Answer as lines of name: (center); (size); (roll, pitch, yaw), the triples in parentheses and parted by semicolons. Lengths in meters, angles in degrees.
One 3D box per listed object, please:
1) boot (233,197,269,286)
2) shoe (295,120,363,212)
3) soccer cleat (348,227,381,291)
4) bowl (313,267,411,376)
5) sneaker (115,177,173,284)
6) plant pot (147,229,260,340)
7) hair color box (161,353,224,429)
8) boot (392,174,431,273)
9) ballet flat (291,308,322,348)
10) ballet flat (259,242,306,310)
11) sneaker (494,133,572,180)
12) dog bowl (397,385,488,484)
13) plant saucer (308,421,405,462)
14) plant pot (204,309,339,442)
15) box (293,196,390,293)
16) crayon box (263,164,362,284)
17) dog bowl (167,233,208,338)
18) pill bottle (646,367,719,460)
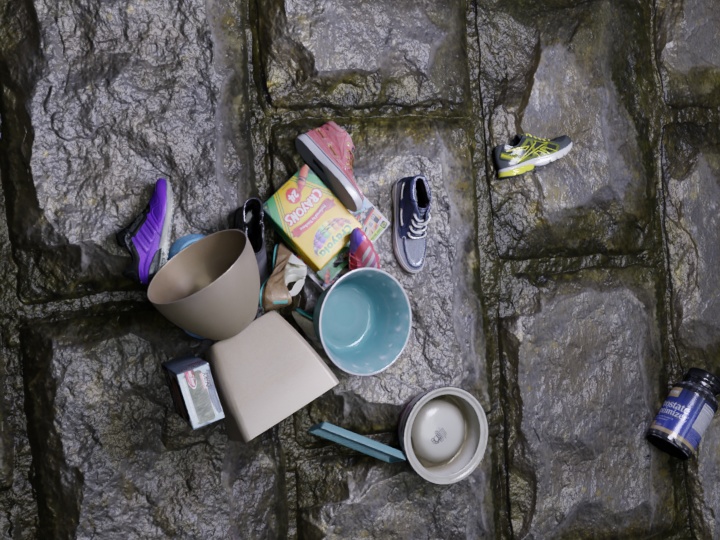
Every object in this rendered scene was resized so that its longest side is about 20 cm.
boot: (-0.205, -0.031, 1.563); (0.069, 0.132, 0.203); (-11, 93, -14)
shoe: (-0.037, -0.210, 1.637); (0.091, 0.072, 0.200); (-33, 69, -21)
soccer cleat: (0.000, 0.000, 1.638); (0.076, 0.067, 0.201); (-28, 141, -13)
bowl: (-0.012, 0.093, 1.586); (0.199, 0.105, 0.204); (-2, 93, -30)
sneaker: (-0.397, -0.075, 1.524); (0.098, 0.070, 0.203); (7, 84, -13)
plant pot: (-0.255, 0.043, 1.464); (0.200, 0.200, 0.135); (-39, 119, -18)
hair color box: (-0.303, 0.212, 1.486); (0.060, 0.200, 0.100); (-19, 96, -21)
boot: (0.110, -0.095, 1.715); (0.072, 0.090, 0.203); (-10, 93, -21)
ballet flat: (-0.055, 0.138, 1.662); (0.198, 0.067, 0.063); (23, 94, -19)
ballet flat: (-0.139, 0.011, 1.565); (0.071, 0.201, 0.069); (3, 117, 3)
sneaker: (0.382, -0.270, 1.835); (0.198, 0.074, 0.086); (-25, 98, -20)
dog bowl: (0.165, 0.339, 1.742); (0.198, 0.074, 0.203); (0, 90, -22)
plant saucer: (-0.005, 0.347, 1.677); (0.198, 0.070, 0.019); (26, 64, -19)
plant pot: (-0.186, 0.188, 1.546); (0.198, 0.200, 0.178); (-30, 90, -19)
box: (-0.042, -0.059, 1.683); (0.110, 0.035, 0.201); (44, 75, -15)
crayon box: (-0.086, -0.089, 1.623); (0.200, 0.051, 0.127); (46, 74, -5)
dog bowl: (-0.298, 0.030, 1.572); (0.110, 0.049, 0.203); (-12, 94, -22)
pill bottle: (0.771, 0.335, 1.965); (0.112, 0.112, 0.201); (39, 75, -17)
